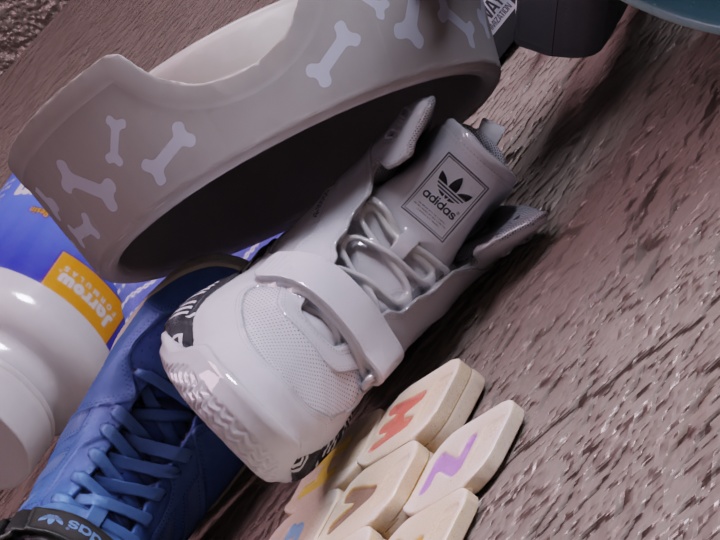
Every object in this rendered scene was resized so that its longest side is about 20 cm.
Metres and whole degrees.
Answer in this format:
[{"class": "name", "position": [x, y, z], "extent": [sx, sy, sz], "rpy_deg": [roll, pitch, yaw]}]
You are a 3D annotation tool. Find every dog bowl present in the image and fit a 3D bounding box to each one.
[{"class": "dog bowl", "position": [-0.035, -0.060, 1.152], "extent": [0.199, 0.059, 0.200], "rpy_deg": [-26, -10, -5]}]

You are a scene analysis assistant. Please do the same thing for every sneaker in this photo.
[{"class": "sneaker", "position": [-0.093, 0.091, 1.157], "extent": [0.200, 0.077, 0.111], "rpy_deg": [-55, 6, 13]}, {"class": "sneaker", "position": [0.000, 0.000, 1.080], "extent": [0.115, 0.075, 0.200], "rpy_deg": [-45, 2, 19]}]

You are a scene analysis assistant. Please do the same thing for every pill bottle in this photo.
[{"class": "pill bottle", "position": [-0.162, 0.015, 1.569], "extent": [0.112, 0.112, 0.200], "rpy_deg": [-35, 20, 51]}]

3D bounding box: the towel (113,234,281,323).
[{"class": "towel", "position": [-0.053, 0.005, 1.287], "extent": [0.145, 0.024, 0.200], "rpy_deg": [-45, 31, 19]}]

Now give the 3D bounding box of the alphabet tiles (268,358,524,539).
[{"class": "alphabet tiles", "position": [-0.023, 0.116, 1.006], "extent": [0.195, 0.015, 0.200], "rpy_deg": [-36, 19, 49]}]

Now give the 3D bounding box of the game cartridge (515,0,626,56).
[{"class": "game cartridge", "position": [0.106, -0.181, 1.185], "extent": [0.134, 0.040, 0.200], "rpy_deg": [98, -167, -44]}]

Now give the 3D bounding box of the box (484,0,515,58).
[{"class": "box", "position": [0.000, -0.088, 1.440], "extent": [0.158, 0.050, 0.200], "rpy_deg": [-50, 13, 0]}]

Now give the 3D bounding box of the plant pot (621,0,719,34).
[{"class": "plant pot", "position": [0.146, -0.213, 0.991], "extent": [0.188, 0.200, 0.200], "rpy_deg": [-50, 11, -32]}]
